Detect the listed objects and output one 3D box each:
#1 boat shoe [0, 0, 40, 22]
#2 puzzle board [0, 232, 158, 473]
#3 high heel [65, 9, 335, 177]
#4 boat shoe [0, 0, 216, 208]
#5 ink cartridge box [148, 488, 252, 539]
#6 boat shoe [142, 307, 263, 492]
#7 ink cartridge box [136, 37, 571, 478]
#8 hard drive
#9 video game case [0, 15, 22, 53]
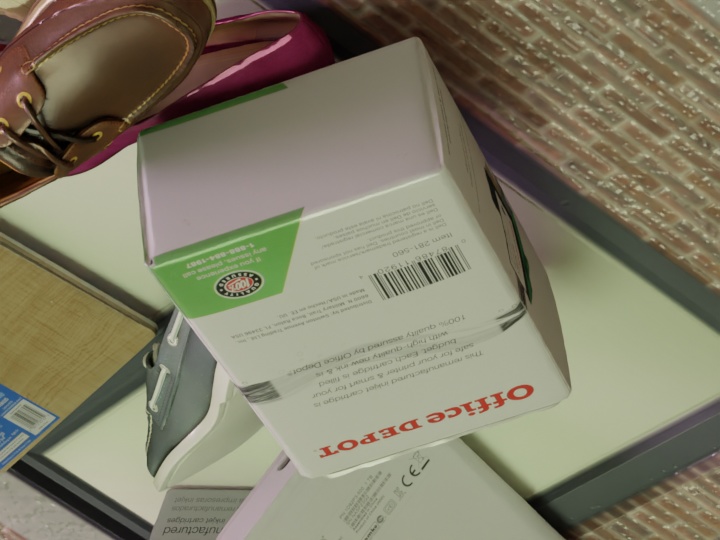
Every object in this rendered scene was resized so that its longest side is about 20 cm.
[{"bbox_3d":[-0.172,-0.157,1.327,0.199,0.065,0.072,13,120,2],"label":"boat shoe"},{"bbox_3d":[-0.219,0.035,1.625,0.150,0.017,0.200,30,142,-17],"label":"puzzle board"},{"bbox_3d":[-0.110,-0.095,1.376,0.199,0.068,0.096,-3,150,4],"label":"high heel"},{"bbox_3d":[-0.137,-0.071,1.307,0.072,0.068,0.200,34,137,-29],"label":"boat shoe"},{"bbox_3d":[-0.053,0.245,1.663,0.145,0.200,0.145,-1,139,23],"label":"ink cartridge box"},{"bbox_3d":[-0.081,0.053,1.567,0.062,0.073,0.200,53,150,15],"label":"boat shoe"},{"bbox_3d":[0.000,0.000,1.381,0.146,0.085,0.200,-17,143,11],"label":"ink cartridge box"},{"bbox_3d":[0.027,0.156,1.584,0.200,0.132,0.026,44,167,-30],"label":"hard drive"},{"bbox_3d":[-0.272,-0.095,1.429,0.200,0.018,0.143,-21,159,40],"label":"video game case"}]
